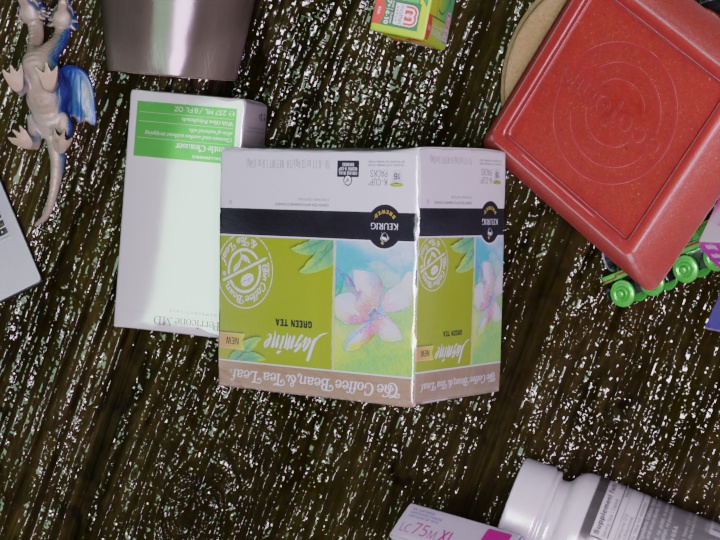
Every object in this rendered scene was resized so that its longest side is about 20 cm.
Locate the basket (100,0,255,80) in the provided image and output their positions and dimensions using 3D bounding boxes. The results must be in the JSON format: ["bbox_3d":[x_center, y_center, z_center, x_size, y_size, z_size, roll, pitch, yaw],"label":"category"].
[{"bbox_3d":[-0.153,-0.265,1.404,0.178,0.136,0.203,7,97,7],"label":"basket"}]

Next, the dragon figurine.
[{"bbox_3d":[-0.269,-0.147,1.469,0.058,0.100,0.202,-4,111,11],"label":"dragon figurine"}]

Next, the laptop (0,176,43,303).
[{"bbox_3d":[-0.417,-0.041,1.479,0.186,0.116,0.202,-24,87,13],"label":"laptop"}]

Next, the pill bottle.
[{"bbox_3d":[0.210,0.234,1.349,0.198,0.114,0.115,20,97,11],"label":"pill bottle"}]

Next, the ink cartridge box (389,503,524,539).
[{"bbox_3d":[0.113,0.275,1.347,0.118,0.042,0.201,9,138,44],"label":"ink cartridge box"}]

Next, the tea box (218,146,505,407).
[{"bbox_3d":[0.000,0.000,1.346,0.198,0.133,0.200,2,94,36],"label":"tea box"}]

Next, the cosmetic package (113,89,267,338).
[{"bbox_3d":[-0.145,-0.048,1.433,0.106,0.085,0.203,4,92,10],"label":"cosmetic package"}]

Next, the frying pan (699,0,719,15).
[{"bbox_3d":[0.325,-0.182,1.342,0.189,0.031,0.116,-33,95,9],"label":"frying pan"}]

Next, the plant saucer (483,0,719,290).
[{"bbox_3d":[0.201,-0.121,1.291,0.200,0.037,0.201,44,117,27],"label":"plant saucer"}]

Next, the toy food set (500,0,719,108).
[{"bbox_3d":[0.202,-0.146,1.341,0.200,0.048,0.199,50,118,24],"label":"toy food set"}]

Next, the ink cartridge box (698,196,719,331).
[{"bbox_3d":[0.311,-0.051,1.177,0.043,0.196,0.202,27,85,-13],"label":"ink cartridge box"}]

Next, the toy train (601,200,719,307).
[{"bbox_3d":[0.275,-0.025,1.330,0.199,0.042,0.057,-23,85,35],"label":"toy train"}]

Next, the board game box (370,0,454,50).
[{"bbox_3d":[0.059,-0.288,1.366,0.047,0.102,0.203,13,95,12],"label":"board game box"}]
